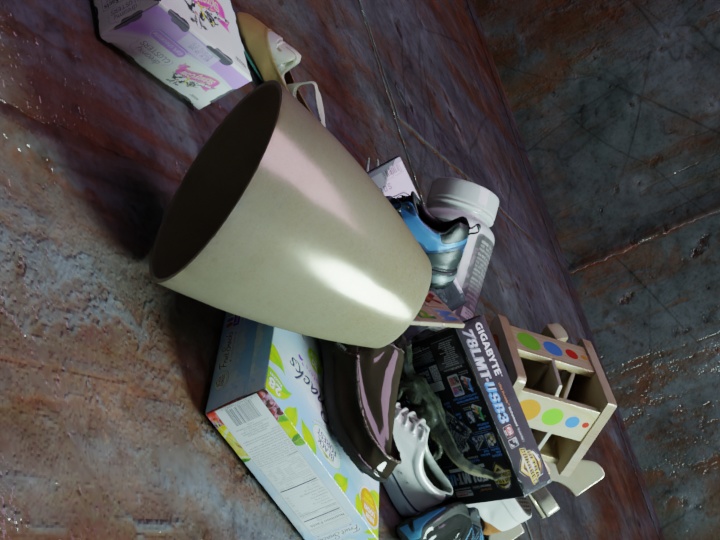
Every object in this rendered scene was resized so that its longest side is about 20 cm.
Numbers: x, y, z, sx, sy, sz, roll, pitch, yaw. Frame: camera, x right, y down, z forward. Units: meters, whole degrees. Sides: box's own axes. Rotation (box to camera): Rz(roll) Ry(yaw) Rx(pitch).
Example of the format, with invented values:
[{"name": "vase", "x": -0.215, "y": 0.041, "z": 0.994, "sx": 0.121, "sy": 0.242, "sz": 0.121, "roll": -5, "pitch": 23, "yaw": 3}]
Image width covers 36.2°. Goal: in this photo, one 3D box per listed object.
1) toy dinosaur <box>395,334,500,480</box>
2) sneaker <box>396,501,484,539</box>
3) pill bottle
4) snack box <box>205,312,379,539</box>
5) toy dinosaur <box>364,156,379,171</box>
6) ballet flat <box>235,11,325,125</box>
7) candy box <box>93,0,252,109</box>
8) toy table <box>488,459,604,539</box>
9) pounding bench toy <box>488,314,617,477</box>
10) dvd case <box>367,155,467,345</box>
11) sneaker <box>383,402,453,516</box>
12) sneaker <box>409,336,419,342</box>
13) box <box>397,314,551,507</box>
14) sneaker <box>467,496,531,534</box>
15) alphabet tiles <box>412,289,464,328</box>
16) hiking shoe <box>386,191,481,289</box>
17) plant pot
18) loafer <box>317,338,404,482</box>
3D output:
[{"name": "toy dinosaur", "x": 0.076, "y": 0.173, "z": 1.253, "sx": 0.047, "sy": 0.088, "sz": 0.201, "roll": -20, "pitch": 67, "yaw": -36}, {"name": "sneaker", "x": 0.102, "y": 0.308, "z": 1.233, "sx": 0.200, "sy": 0.072, "sz": 0.083, "roll": 27, "pitch": 44, "yaw": -63}, {"name": "pill bottle", "x": 0.111, "y": -0.012, "z": 1.444, "sx": 0.114, "sy": 0.113, "sz": 0.203, "roll": 39, "pitch": 66, "yaw": -56}, {"name": "snack box", "x": -0.053, "y": 0.131, "z": 0.999, "sx": 0.201, "sy": 0.067, "sz": 0.170, "roll": 56, "pitch": 20, "yaw": -28}, {"name": "toy dinosaur", "x": 0.008, "y": -0.037, "z": 1.406, "sx": 0.102, "sy": 0.076, "sz": 0.202, "roll": 46, "pitch": 38, "yaw": -34}, {"name": "ballet flat", "x": -0.088, "y": -0.232, "z": 1.348, "sx": 0.202, "sy": 0.062, "sz": 0.069, "roll": 65, "pitch": 17, "yaw": -6}, {"name": "candy box", "x": -0.195, "y": -0.287, "z": 1.084, "sx": 0.167, "sy": 0.071, "sz": 0.202, "roll": 33, "pitch": 37, "yaw": -61}, {"name": "toy table", "x": 0.224, "y": 0.281, "z": 1.490, "sx": 0.118, "sy": 0.183, "sz": 0.200, "roll": 56, "pitch": 10, "yaw": 16}, {"name": "pounding bench toy", "x": 0.201, "y": 0.130, "z": 1.386, "sx": 0.154, "sy": 0.125, "sz": 0.201, "roll": 17, "pitch": 32, "yaw": -17}, {"name": "dvd case", "x": 0.030, "y": -0.016, "z": 1.329, "sx": 0.202, "sy": 0.149, "sz": 0.025, "roll": 64, "pitch": -25, "yaw": -7}, {"name": "sneaker", "x": 0.039, "y": 0.176, "z": 1.209, "sx": 0.202, "sy": 0.070, "sz": 0.073, "roll": 61, "pitch": 18, "yaw": -20}, {"name": "sneaker", "x": 0.122, "y": 0.157, "z": 1.456, "sx": 0.201, "sy": 0.081, "sz": 0.077, "roll": 58, "pitch": 20, "yaw": -22}, {"name": "box", "x": 0.114, "y": 0.169, "z": 1.275, "sx": 0.049, "sy": 0.200, "sz": 0.201, "roll": -21, "pitch": 85, "yaw": -29}, {"name": "sneaker", "x": 0.128, "y": 0.246, "z": 1.387, "sx": 0.201, "sy": 0.084, "sz": 0.073, "roll": 57, "pitch": 21, "yaw": 4}, {"name": "alphabet tiles", "x": 0.000, "y": 0.000, "z": 1.198, "sx": 0.166, "sy": 0.008, "sz": 0.200, "roll": 6, "pitch": 29, "yaw": -40}, {"name": "hiking shoe", "x": 0.029, "y": -0.059, "z": 1.235, "sx": 0.198, "sy": 0.088, "sz": 0.075, "roll": 23, "pitch": 21, "yaw": -5}, {"name": "plant pot", "x": -0.043, "y": -0.022, "z": 0.919, "sx": 0.199, "sy": 0.187, "sz": 0.188, "roll": 33, "pitch": 31, "yaw": -23}, {"name": "loafer", "x": 0.006, "y": 0.089, "z": 0.994, "sx": 0.073, "sy": 0.071, "sz": 0.202, "roll": 37, "pitch": 34, "yaw": -59}]
